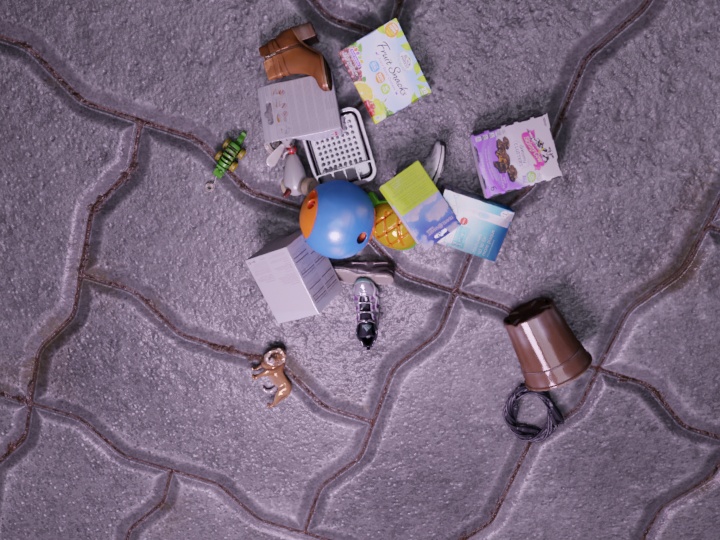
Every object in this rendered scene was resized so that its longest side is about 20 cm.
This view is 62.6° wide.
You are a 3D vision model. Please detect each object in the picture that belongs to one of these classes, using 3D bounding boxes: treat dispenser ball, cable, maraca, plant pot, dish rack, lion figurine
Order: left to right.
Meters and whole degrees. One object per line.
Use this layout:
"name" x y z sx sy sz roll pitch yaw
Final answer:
"lion figurine" -0.255 0.326 1.803 0.122 0.073 0.201 -21 120 2
"treat dispenser ball" -0.059 -0.132 1.533 0.199 0.201 0.203 1 109 3
"dish rack" -0.057 -0.320 1.580 0.170 0.044 0.201 -15 107 9
"maraca" 0.073 -0.133 1.607 0.199 0.107 0.138 30 125 13
"cable" 0.515 0.433 1.805 0.163 0.051 0.200 -33 106 18
"plant pot" 0.508 0.197 1.655 0.199 0.200 0.199 -29 97 12

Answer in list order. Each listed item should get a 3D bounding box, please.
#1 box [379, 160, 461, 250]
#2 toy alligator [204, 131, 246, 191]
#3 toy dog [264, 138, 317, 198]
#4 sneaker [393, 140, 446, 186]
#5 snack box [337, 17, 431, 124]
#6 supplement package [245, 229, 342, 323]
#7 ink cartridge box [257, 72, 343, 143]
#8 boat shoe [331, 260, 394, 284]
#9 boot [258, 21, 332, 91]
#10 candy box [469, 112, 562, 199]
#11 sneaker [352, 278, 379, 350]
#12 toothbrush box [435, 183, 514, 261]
"box" 0.154 -0.166 1.524 0.122 0.048 0.201 -35 92 -3
"toy alligator" -0.369 -0.289 1.601 0.059 0.054 0.200 36 107 -8
"toy dog" -0.193 -0.270 1.551 0.131 0.096 0.201 -20 107 40
"sneaker" 0.151 -0.256 1.573 0.114 0.076 0.202 16 111 -4
"snack box" 0.063 -0.502 1.500 0.168 0.068 0.201 -26 106 11
"supplement package" -0.178 0.012 1.620 0.151 0.151 0.201 -15 109 33
"ink cartridge box" -0.153 -0.407 1.513 0.198 0.050 0.164 -11 77 6
"boat shoe" 0.000 0.000 1.686 0.198 0.057 0.067 5 145 5
"boot" -0.163 -0.511 1.478 0.154 0.077 0.201 -22 83 7
"candy box" 0.399 -0.294 1.531 0.198 0.072 0.169 -15 93 7
"sneaker" 0.019 0.134 1.659 0.077 0.140 0.201 -7 121 7
"toothbrush box" 0.293 -0.130 1.603 0.199 0.085 0.147 19 108 -2
